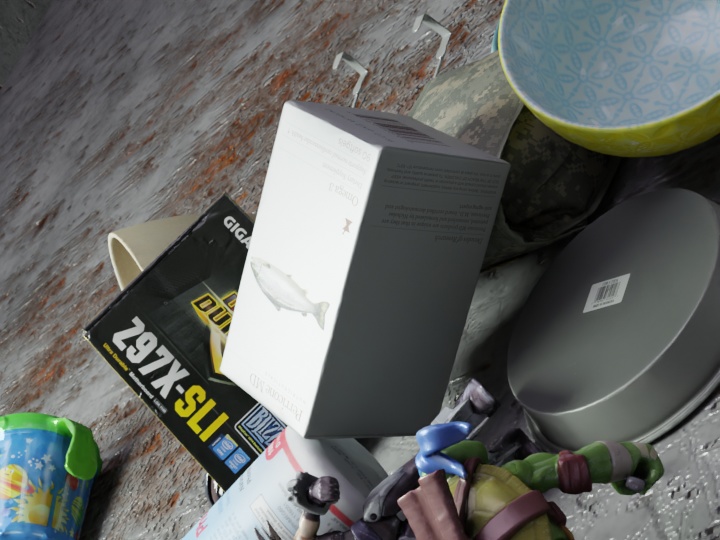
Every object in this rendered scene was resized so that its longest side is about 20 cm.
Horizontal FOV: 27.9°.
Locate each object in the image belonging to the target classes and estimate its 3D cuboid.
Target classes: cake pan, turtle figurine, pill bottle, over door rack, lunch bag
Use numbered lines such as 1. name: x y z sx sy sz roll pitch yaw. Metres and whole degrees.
1. cake pan: 0.168 0.027 0.920 0.200 0.037 0.201 -41 25 24
2. turtle figurine: 0.119 0.168 0.762 0.143 0.200 0.194 -30 43 -7
3. pill bottle: -0.068 0.205 1.000 0.200 0.109 0.109 -47 24 9
4. over door rack: 0.028 -0.116 1.322 0.147 0.066 0.201 -15 63 54
5. lunch bag: 0.098 -0.068 1.085 0.164 0.118 0.201 -19 34 50

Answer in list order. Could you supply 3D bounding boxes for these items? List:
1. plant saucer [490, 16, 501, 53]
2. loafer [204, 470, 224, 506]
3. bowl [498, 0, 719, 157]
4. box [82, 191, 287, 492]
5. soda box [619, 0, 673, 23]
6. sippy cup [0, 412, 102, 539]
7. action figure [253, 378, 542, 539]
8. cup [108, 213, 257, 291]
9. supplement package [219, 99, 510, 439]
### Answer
1. plant saucer: 0.185 -0.242 1.292 0.200 0.027 0.201 -40 26 24
2. loafer: -0.052 0.110 1.163 0.063 0.072 0.200 8 60 57
3. bowl: 0.205 -0.150 0.991 0.199 0.108 0.201 -14 55 21
4. box: -0.092 0.065 1.125 0.160 0.200 0.049 -44 -12 -1
5. soda box: 0.224 -0.244 1.137 0.063 0.071 0.201 -32 35 18
6. sippy cup: -0.326 0.231 1.421 0.131 0.139 0.178 -96 10 -45
7. action figure: 0.019 0.157 0.902 0.200 0.130 0.069 -44 9 -3
8. cup: -0.115 0.028 1.278 0.143 0.201 0.200 -27 18 -17
9. supplement package: 0.000 0.000 0.988 0.117 0.117 0.201 30 111 47
